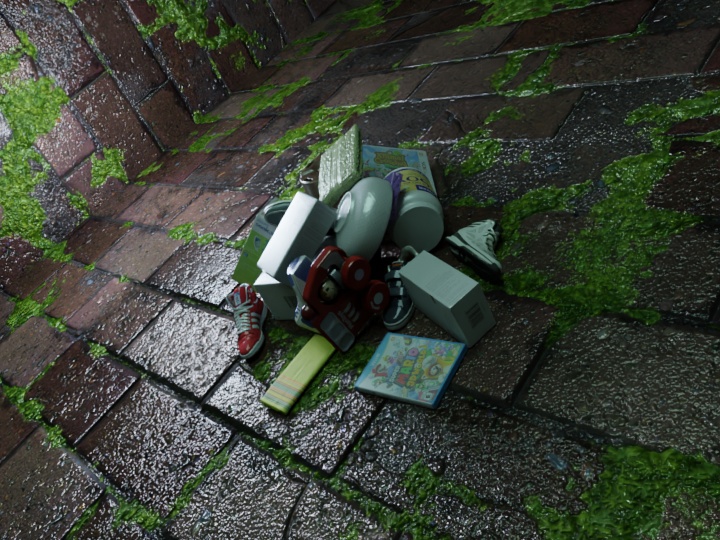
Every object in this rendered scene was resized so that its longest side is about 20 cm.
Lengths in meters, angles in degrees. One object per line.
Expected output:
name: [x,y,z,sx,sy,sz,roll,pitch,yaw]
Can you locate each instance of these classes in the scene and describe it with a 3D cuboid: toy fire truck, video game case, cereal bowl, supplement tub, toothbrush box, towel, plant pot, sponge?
toy fire truck: [-0.044,0.058,1.377,0.111,0.201,0.169,22,70,49]
video game case: [0.096,0.189,1.273,0.196,0.018,0.144,3,47,43]
cereal bowl: [-0.006,-0.119,1.484,0.204,0.081,0.202,-90,26,-45]
video game case: [0.095,-0.262,1.739,0.193,0.022,0.186,3,48,-12]
supplement tub: [0.121,-0.145,1.582,0.142,0.147,0.202,-26,32,8]
toothbrush box: [-0.247,-0.067,1.722,0.203,0.085,0.146,-61,0,28]
towel: [-0.128,0.223,1.425,0.085,0.018,0.201,13,52,41]
plant pot: [-0.057,-0.201,1.762,0.195,0.201,0.203,-22,32,14]
towel: [-0.046,-0.252,1.583,0.147,0.036,0.204,-38,36,31]
sponge: [0.039,-0.147,1.552,0.199,0.029,0.115,150,133,-64]

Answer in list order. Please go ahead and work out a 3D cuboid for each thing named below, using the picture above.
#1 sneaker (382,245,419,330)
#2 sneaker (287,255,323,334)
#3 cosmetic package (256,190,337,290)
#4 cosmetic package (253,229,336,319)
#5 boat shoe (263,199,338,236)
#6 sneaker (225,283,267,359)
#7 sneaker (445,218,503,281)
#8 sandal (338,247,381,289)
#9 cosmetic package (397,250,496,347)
sneaker: [0.086,0.033,1.438,0.076,0.080,0.203,-8,41,31]
sneaker: [-0.116,0.074,1.455,0.113,0.202,0.081,-11,29,44]
cosmetic package: [-0.145,-0.070,1.491,0.101,0.073,0.204,29,89,54]
cosmetic package: [-0.121,0.004,1.613,0.195,0.125,0.202,-5,39,36]
boat shoe: [-0.143,-0.120,1.578,0.193,0.074,0.063,5,49,6]
sneaker: [-0.285,0.116,1.608,0.070,0.114,0.202,-22,33,14]
sneaker: [0.269,-0.059,1.404,0.114,0.077,0.201,-36,30,-4]
sandal: [0.000,-0.001,1.556,0.042,0.077,0.202,-3,42,39]
cosmetic package: [0.169,0.052,1.308,0.080,0.114,0.199,-37,31,-12]
